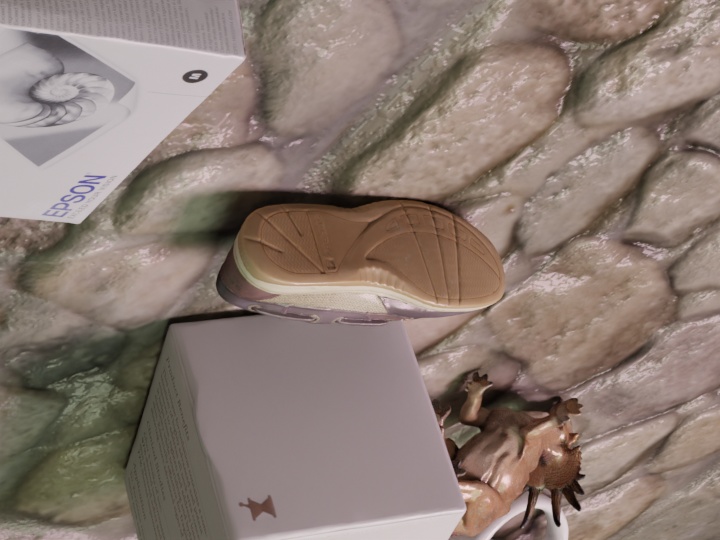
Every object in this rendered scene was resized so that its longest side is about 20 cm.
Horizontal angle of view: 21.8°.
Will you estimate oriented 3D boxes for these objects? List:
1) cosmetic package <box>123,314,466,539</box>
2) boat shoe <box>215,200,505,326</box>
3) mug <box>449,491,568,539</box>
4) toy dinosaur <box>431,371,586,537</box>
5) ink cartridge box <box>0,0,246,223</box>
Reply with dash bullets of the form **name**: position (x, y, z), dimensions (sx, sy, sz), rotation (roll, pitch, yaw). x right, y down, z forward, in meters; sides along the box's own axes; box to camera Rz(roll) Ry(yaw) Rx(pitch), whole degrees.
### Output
- **cosmetic package**: position (-0.052, 0.150, 1.270), dimensions (0.165, 0.169, 0.201), rotation (-5, 147, -21)
- **boat shoe**: position (0.000, 0.000, 1.168), dimensions (0.198, 0.073, 0.065), rotation (2, 155, -36)
- **mug**: position (0.106, 0.278, 1.606), dimensions (0.175, 0.147, 0.201), rotation (33, 92, -45)
- **toy dinosaur**: position (0.100, 0.155, 1.405), dimensions (0.199, 0.086, 0.136), rotation (-30, 136, -18)
- **ink cartridge box**: position (-0.186, -0.084, 0.903), dimensions (0.198, 0.041, 0.199), rotation (5, 155, -33)
